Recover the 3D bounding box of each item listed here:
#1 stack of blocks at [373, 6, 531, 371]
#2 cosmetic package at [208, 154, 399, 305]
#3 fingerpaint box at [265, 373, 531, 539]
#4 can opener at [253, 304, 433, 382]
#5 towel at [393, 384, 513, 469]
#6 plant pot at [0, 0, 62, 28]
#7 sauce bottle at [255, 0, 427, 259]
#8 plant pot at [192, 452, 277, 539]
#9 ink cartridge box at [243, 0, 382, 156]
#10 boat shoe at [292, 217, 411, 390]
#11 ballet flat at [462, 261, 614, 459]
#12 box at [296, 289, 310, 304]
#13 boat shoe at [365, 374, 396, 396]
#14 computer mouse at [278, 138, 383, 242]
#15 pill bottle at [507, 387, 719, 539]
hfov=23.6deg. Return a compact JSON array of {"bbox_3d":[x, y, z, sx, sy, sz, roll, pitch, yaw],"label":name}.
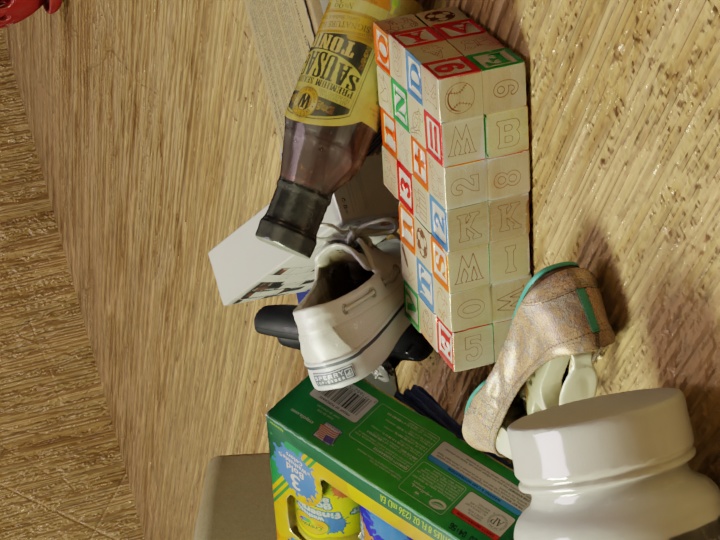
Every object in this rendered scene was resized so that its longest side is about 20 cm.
[{"bbox_3d":[0.060,-0.053,1.104,0.115,0.058,0.202,-129,31,-58],"label":"stack of blocks"},{"bbox_3d":[-0.034,-0.029,1.307,0.200,0.082,0.051,-34,72,55],"label":"cosmetic package"},{"bbox_3d":[0.032,0.180,1.174,0.199,0.073,0.168,30,143,28],"label":"fingerpaint box"},{"bbox_3d":[-0.013,0.047,1.361,0.199,0.063,0.079,-7,53,54],"label":"can opener"},{"bbox_3d":[0.073,0.184,1.227,0.144,0.024,0.201,37,144,28],"label":"towel"},{"bbox_3d":[-0.568,-0.482,2.706,0.200,0.181,0.203,167,90,-73],"label":"plant pot"},{"bbox_3d":[-0.015,-0.108,1.143,0.202,0.065,0.066,-70,16,-4],"label":"sauce bottle"},{"bbox_3d":[-0.070,0.273,1.589,0.200,0.197,0.179,108,158,-61],"label":"plant pot"},{"bbox_3d":[-0.029,-0.191,1.276,0.165,0.074,0.202,144,114,-71],"label":"ink cartridge box"},{"bbox_3d":[-0.004,0.002,1.191,0.087,0.074,0.202,68,-154,-16],"label":"boat shoe"},{"bbox_3d":[0.107,0.076,1.033,0.068,0.067,0.201,61,160,27],"label":"ballet flat"},{"bbox_3d":[-0.035,-0.011,1.509,0.121,0.032,0.202,-166,66,-73],"label":"box"},{"bbox_3d":[-0.007,0.152,1.433,0.068,0.073,0.202,1,103,55],"label":"boat shoe"},{"bbox_3d":[-0.032,-0.105,1.397,0.109,0.044,0.203,-1,99,54],"label":"computer mouse"},{"bbox_3d":[0.142,0.169,0.891,0.113,0.112,0.202,172,86,-74],"label":"pill bottle"}]
